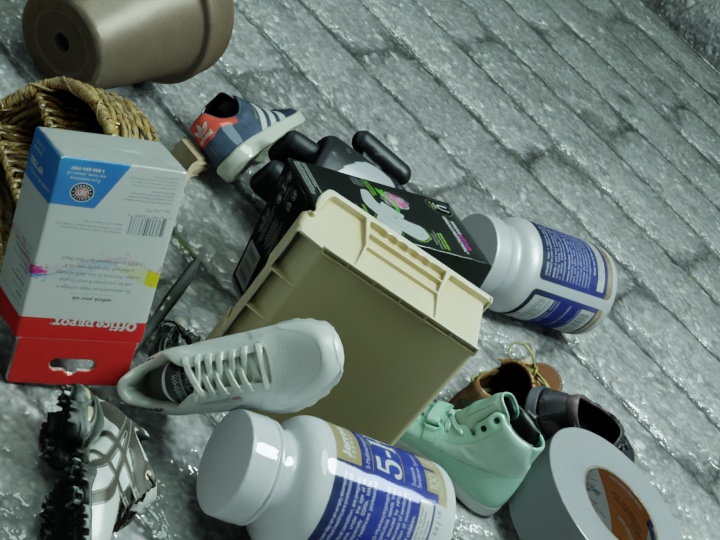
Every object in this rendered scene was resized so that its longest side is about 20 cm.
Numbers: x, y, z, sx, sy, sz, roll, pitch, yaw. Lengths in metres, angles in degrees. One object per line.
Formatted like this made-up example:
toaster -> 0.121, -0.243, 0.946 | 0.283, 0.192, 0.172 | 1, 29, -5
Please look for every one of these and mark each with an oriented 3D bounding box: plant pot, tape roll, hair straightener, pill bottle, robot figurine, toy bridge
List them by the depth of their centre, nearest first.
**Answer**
pill bottle -> -0.030, 0.189, 1.342 | 0.199, 0.120, 0.120 | 23, 31, -29
hair straightener -> -0.176, 0.047, 1.454 | 0.077, 0.041, 0.200 | 29, 29, -9
tape roll -> 0.240, 0.258, 1.612 | 0.200, 0.066, 0.201 | 35, 30, -23
toy bridge -> -0.217, -0.097, 1.639 | 0.067, 0.027, 0.199 | 50, 29, 15
plant pot -> -0.262, -0.275, 1.703 | 0.200, 0.201, 0.174 | 44, 44, 9
robot figurine -> -0.019, -0.065, 1.726 | 0.199, 0.151, 0.125 | 36, 16, -12
pill bottle -> 0.203, 0.002, 1.915 | 0.199, 0.116, 0.116 | 17, 34, -37

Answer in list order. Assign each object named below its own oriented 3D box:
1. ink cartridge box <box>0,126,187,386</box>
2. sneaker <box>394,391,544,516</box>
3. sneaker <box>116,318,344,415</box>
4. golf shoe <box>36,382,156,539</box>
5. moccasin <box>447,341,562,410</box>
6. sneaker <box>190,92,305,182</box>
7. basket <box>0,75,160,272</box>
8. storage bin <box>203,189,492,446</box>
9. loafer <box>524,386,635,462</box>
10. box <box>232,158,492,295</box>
ink cartridge box -> -0.228, -0.008, 1.318 | 0.115, 0.201, 0.067 | 5, 24, -34
sneaker -> 0.088, 0.136, 1.571 | 0.200, 0.118, 0.074 | 39, 29, 1
sneaker -> -0.105, 0.086, 1.321 | 0.080, 0.199, 0.077 | 2, 75, -60
golf shoe -> -0.192, 0.170, 1.219 | 0.094, 0.078, 0.201 | 25, 32, -26
moccasin -> 0.164, 0.126, 1.721 | 0.201, 0.078, 0.074 | -2, 45, -52
sneaker -> -0.127, -0.165, 1.786 | 0.085, 0.075, 0.200 | 46, 21, 0
basket -> -0.269, -0.085, 1.430 | 0.148, 0.143, 0.201 | 17, 35, -38
storage bin -> -0.019, 0.062, 1.459 | 0.198, 0.200, 0.094 | 34, 30, -11
loafer -> 0.250, 0.179, 1.717 | 0.200, 0.063, 0.072 | 34, 58, -44
box -> 0.000, 0.000, 1.598 | 0.199, 0.149, 0.125 | 14, 27, -29
